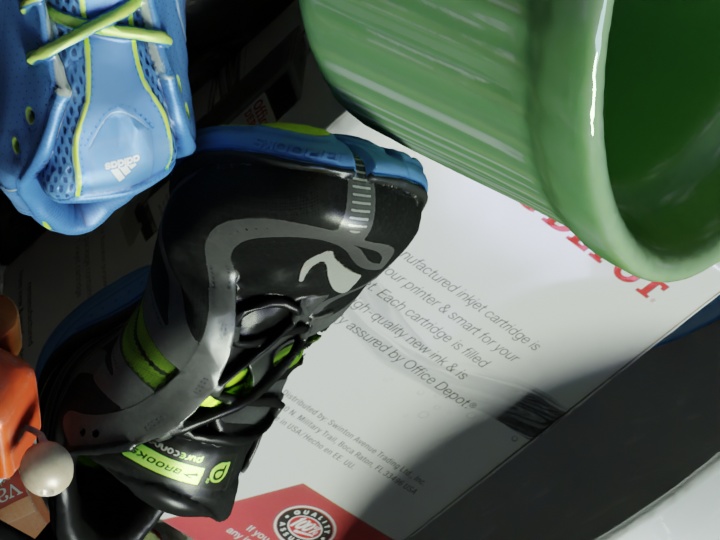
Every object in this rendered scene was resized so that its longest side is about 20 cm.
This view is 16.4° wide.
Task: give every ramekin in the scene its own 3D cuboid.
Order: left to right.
[{"bbox_3d":[0.069,-0.107,0.643,0.200,0.097,0.201,-42,144,-41],"label":"ramekin"}]

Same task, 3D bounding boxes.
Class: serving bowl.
[{"bbox_3d":[0.085,0.092,0.879,0.200,0.066,0.200,-31,-169,7],"label":"serving bowl"}]

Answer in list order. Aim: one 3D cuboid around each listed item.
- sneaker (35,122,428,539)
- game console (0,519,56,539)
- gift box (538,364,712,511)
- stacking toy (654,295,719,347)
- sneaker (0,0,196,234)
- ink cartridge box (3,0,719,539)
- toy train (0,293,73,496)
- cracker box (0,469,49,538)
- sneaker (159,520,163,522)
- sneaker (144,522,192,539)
[{"bbox_3d":[-0.038,0.024,0.698,0.070,0.083,0.200,14,146,-24],"label":"sneaker"},{"bbox_3d":[-0.166,0.150,0.788,0.116,0.176,0.200,41,89,-23],"label":"game console"},{"bbox_3d":[0.096,0.095,1.067,0.185,0.200,0.187,-49,155,12],"label":"gift box"},{"bbox_3d":[0.135,-0.039,0.975,0.109,0.116,0.200,-30,171,16],"label":"stacking toy"},{"bbox_3d":[-0.062,-0.083,0.623,0.075,0.105,0.200,-17,154,-24],"label":"sneaker"},{"bbox_3d":[0.000,0.000,0.822,0.200,0.083,0.147,-40,124,22],"label":"ink cartridge box"},{"bbox_3d":[-0.139,-0.020,0.652,0.056,0.150,0.200,-60,164,-26],"label":"toy train"},{"bbox_3d":[-0.182,0.154,1.022,0.133,0.058,0.200,-24,157,-13],"label":"cracker box"},{"bbox_3d":[-0.020,0.025,0.937,0.199,0.074,0.081,-32,154,0],"label":"sneaker"},{"bbox_3d":[-0.067,0.114,1.043,0.093,0.071,0.200,-33,172,-6],"label":"sneaker"}]
